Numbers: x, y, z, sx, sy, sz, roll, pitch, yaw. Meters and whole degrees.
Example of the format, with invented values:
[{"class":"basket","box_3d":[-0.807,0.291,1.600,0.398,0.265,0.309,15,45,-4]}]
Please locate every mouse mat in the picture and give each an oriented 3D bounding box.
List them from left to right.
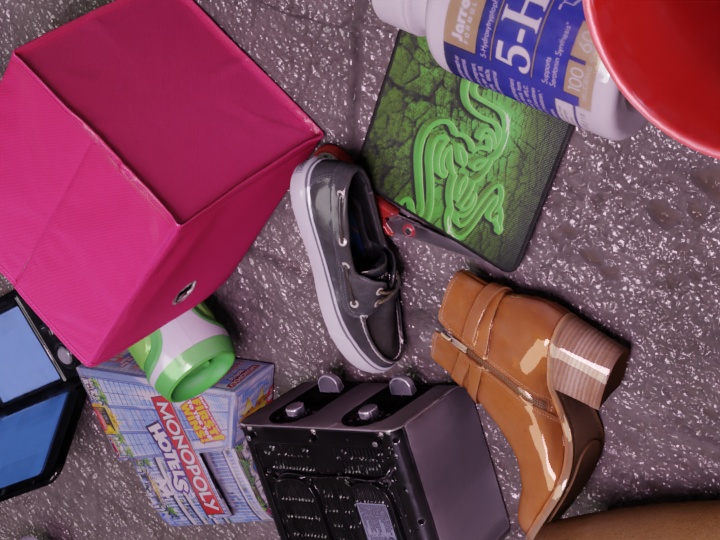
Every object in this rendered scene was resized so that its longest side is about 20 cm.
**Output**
[{"class":"mouse mat","box_3d":[0.082,-0.111,1.321,0.161,0.008,0.201,32,129,20]}]

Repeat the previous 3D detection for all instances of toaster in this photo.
[{"class":"toaster","box_3d":[0.017,0.191,1.483,0.180,0.119,0.201,-2,113,41]}]

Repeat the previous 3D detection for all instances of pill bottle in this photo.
[{"class":"pill bottle","box_3d":[0.112,-0.178,1.183,0.199,0.120,0.120,25,129,25]}]

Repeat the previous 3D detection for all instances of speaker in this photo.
[{"class":"speaker","box_3d":[-0.195,0.019,1.554,0.200,0.088,0.089,53,137,18]}]

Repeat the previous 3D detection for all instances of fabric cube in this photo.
[{"class":"fabric cube","box_3d":[-0.188,-0.082,1.433,0.200,0.196,0.200,46,133,8]}]

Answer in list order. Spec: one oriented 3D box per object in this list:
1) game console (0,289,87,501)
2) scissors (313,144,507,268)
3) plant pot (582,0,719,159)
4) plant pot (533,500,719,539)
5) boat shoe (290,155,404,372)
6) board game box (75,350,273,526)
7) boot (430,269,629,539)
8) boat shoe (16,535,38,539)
[{"class":"game console","box_3d":[-0.366,0.130,1.759,0.200,0.116,0.176,-22,101,44]},{"class":"scissors","box_3d":[0.030,-0.033,1.415,0.200,0.014,0.073,34,130,17]},{"class":"plant pot","box_3d":[0.257,-0.185,1.021,0.200,0.177,0.201,20,127,29]},{"class":"plant pot","box_3d":[0.258,0.249,1.302,0.199,0.186,0.187,-24,100,29]},{"class":"boat shoe","box_3d":[0.000,0.000,1.406,0.056,0.069,0.201,3,125,38]},{"class":"board game box","box_3d":[-0.148,0.156,1.637,0.199,0.062,0.201,-11,108,43]},{"class":"boot","box_3d":[0.119,0.105,1.385,0.154,0.074,0.201,27,117,23]},{"class":"boat shoe","box_3d":[-0.344,0.387,1.887,0.072,0.071,0.201,-1,114,39]}]
